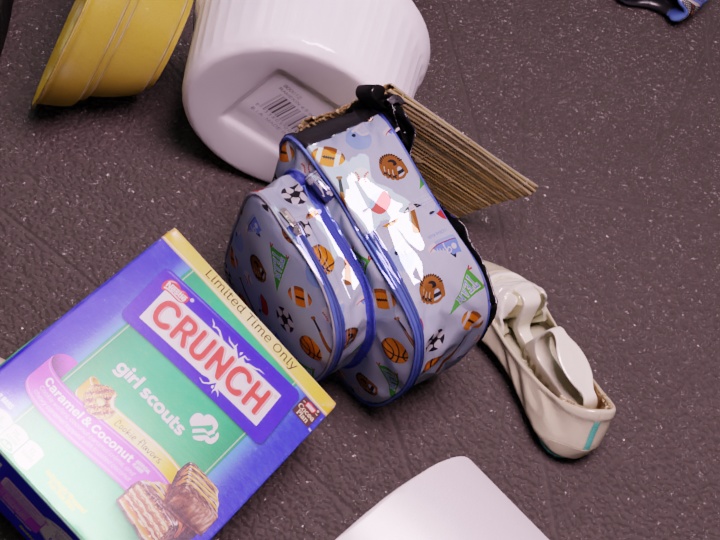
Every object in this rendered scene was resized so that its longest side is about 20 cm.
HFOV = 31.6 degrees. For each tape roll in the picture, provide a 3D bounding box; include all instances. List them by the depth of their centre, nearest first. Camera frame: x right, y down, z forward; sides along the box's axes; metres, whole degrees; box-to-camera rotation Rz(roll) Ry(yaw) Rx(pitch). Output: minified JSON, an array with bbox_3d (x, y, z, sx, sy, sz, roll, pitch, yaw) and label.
[{"bbox_3d":[0.040,0.226,0.729,0.202,0.203,0.139,-32,64,-34],"label":"tape roll"}]

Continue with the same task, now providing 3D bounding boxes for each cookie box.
[{"bbox_3d":[-0.142,0.099,0.837,0.171,0.075,0.200,47,52,-2],"label":"cookie box"}]

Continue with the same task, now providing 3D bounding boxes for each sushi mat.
[{"bbox_3d":[0.048,-0.089,1.002,0.200,0.095,0.012,27,58,-44],"label":"sushi mat"}]

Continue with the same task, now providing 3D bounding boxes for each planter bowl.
[{"bbox_3d":[-0.193,-0.208,1.050,0.083,0.200,0.201,25,46,-18],"label":"planter bowl"}]

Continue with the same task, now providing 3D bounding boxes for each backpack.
[{"bbox_3d":[0.000,0.000,0.925,0.154,0.200,0.191,-36,77,-24],"label":"backpack"}]

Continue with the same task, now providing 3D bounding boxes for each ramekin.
[{"bbox_3d":[-0.049,-0.155,1.032,0.200,0.201,0.098,15,56,-3],"label":"ramekin"}]

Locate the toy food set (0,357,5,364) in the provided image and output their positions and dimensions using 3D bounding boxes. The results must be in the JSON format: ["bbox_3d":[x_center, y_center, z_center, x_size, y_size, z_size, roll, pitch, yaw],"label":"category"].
[{"bbox_3d":[-0.337,0.102,0.832,0.143,0.061,0.200,24,40,5],"label":"toy food set"}]

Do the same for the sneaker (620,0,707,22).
[{"bbox_3d":[0.281,-0.328,1.348,0.199,0.075,0.079,25,52,8],"label":"sneaker"}]

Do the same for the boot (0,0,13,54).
[{"bbox_3d":[-0.380,-0.262,1.109,0.153,0.074,0.204,4,49,-9],"label":"boot"}]

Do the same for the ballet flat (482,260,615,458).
[{"bbox_3d":[0.135,0.051,0.992,0.069,0.070,0.200,-14,56,-25],"label":"ballet flat"}]
